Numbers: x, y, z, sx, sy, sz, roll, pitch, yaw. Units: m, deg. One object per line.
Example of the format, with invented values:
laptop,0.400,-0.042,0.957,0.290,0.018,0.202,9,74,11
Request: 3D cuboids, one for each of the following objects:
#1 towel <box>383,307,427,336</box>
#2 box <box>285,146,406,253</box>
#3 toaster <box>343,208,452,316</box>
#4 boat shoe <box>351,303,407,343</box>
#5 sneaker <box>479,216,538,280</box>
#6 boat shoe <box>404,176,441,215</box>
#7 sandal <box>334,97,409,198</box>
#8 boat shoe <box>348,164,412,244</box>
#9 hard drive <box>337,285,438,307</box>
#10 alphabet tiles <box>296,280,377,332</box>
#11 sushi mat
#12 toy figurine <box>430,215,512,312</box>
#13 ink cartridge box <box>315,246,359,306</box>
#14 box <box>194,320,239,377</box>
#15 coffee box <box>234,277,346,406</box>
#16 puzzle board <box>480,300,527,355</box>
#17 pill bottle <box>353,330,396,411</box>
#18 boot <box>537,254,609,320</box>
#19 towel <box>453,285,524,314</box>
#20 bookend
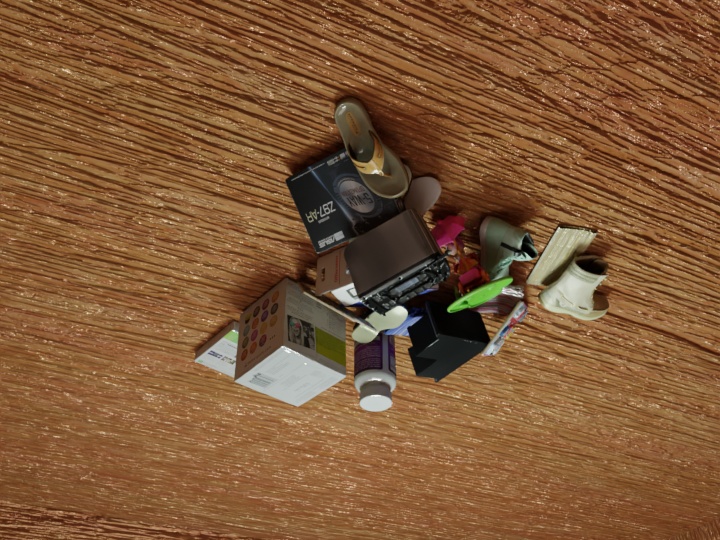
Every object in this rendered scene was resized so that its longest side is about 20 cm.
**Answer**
towel,0.173,0.141,1.645,0.197,0.024,0.145,9,148,-31
box,-0.029,-0.144,1.260,0.198,0.043,0.162,-22,94,25
toaster,0.078,-0.014,1.255,0.198,0.120,0.181,-29,163,8
boat shoe,0.048,0.114,1.607,0.073,0.064,0.201,33,141,-17
sneaker,0.325,-0.021,1.416,0.117,0.074,0.202,25,151,35
boat shoe,0.094,-0.117,1.351,0.200,0.072,0.067,-43,159,23
sandal,0.013,-0.215,1.169,0.080,0.054,0.202,-29,98,19
boat shoe,0.048,-0.119,1.301,0.062,0.071,0.202,7,118,-53
hard drive,0.064,0.053,1.508,0.198,0.026,0.131,-17,169,35
alphabet tiles,-0.054,0.085,1.507,0.198,0.167,0.008,30,91,-13
sushi mat,0.457,-0.028,1.492,0.094,0.012,0.201,7,140,-7
toy figurine,0.219,-0.026,1.387,0.149,0.186,0.200,-28,165,14
ink cartridge box,0.000,0.000,1.445,0.197,0.117,0.068,-20,136,23
box,-0.339,0.218,1.771,0.143,0.037,0.199,30,133,-31
coffee box,-0.168,0.179,1.594,0.199,0.200,0.199,29,132,-33
puzzle board,0.349,0.144,1.555,0.152,0.017,0.200,-55,161,4
pill bottle,0.037,0.252,1.678,0.110,0.202,0.113,0,141,0
boot,0.534,0.039,1.521,0.197,0.073,0.155,9,136,-22
towel,0.299,0.075,1.554,0.143,0.030,0.200,3,160,1
bookend,0.175,0.176,1.573,0.197,0.093,0.200,13,136,-40
